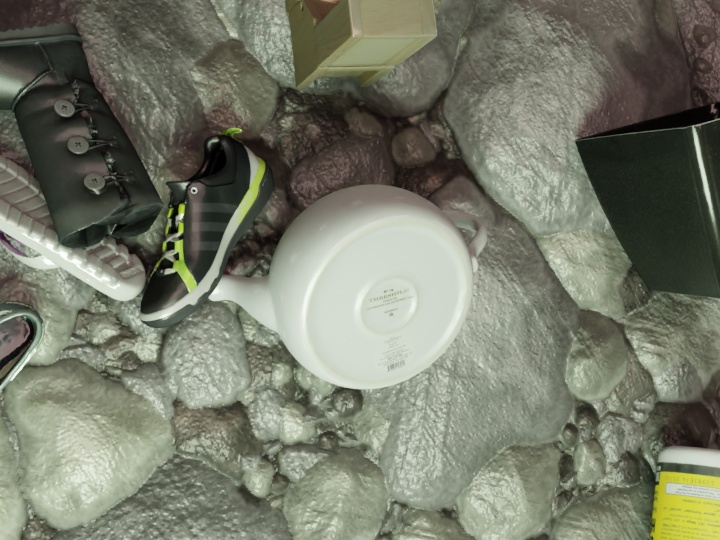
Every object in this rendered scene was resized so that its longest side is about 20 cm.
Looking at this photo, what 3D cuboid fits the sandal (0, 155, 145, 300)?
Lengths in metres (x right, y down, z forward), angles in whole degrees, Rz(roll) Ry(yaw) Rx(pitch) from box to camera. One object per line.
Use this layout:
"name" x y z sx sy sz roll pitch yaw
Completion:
"sandal" -0.283 -0.031 0.925 0.203 0.082 0.050 37 115 -10

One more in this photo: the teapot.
"teapot" 0.000 0.000 0.970 0.200 0.146 0.198 29 99 -33

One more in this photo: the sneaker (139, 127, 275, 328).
"sneaker" -0.155 -0.043 0.952 0.083 0.072 0.200 46 58 -32

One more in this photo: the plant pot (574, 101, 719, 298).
"plant pot" 0.367 -0.076 1.079 0.199 0.200 0.178 -16 99 -20

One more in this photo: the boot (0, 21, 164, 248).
"boot" -0.283 -0.107 0.912 0.165 0.066 0.200 -21 80 -24

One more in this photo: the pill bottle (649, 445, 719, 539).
"pill bottle" 0.342 0.280 1.045 0.112 0.112 0.200 13 77 -15

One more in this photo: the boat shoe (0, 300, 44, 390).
"boat shoe" -0.344 0.096 0.870 0.200 0.062 0.073 -42 107 -25

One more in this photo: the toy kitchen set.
"toy kitchen set" 0.029 -0.292 1.000 0.163 0.180 0.200 -5 87 -20
